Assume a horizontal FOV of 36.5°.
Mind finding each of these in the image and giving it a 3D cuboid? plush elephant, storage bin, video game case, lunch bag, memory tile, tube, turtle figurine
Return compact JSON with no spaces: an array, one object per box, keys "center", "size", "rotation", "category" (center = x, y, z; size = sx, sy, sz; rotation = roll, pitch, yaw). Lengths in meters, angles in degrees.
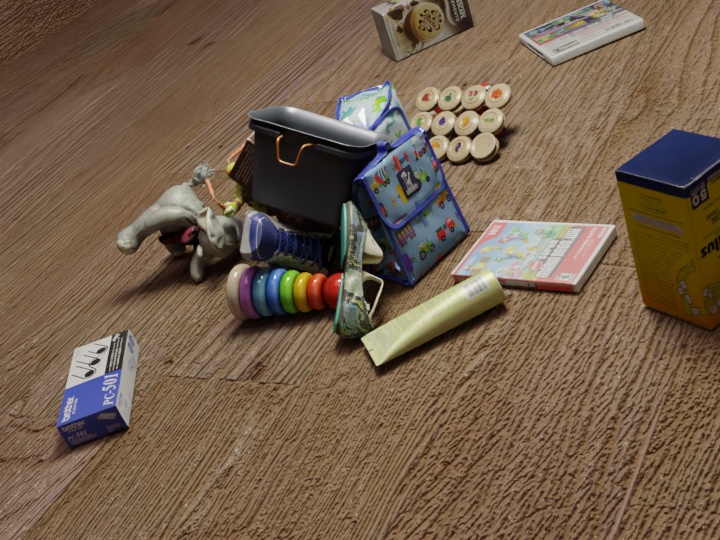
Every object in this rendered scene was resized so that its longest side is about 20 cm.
[{"center":[-0.273,-0.060,1.831],"size":[0.200,0.164,0.155],"rotation":[-49,67,13],"category":"plush elephant"},{"center":[-0.076,-0.151,1.626],"size":[0.199,0.135,0.145],"rotation":[18,22,22],"category":"storage bin"},{"center":[0.246,-0.024,1.550],"size":[0.199,0.018,0.143],"rotation":[4,38,38],"category":"video game case"},{"center":[0.034,-0.195,1.812],"size":[0.127,0.171,0.201],"rotation":[-17,29,15],"category":"lunch bag"},{"center":[0.061,-0.105,1.616],"size":[0.094,0.201,0.150],"rotation":[12,43,44],"category":"lunch bag"},{"center":[0.167,-0.259,1.918],"size":[0.199,0.017,0.154],"rotation":[4,69,38],"category":"memory tile"},{"center":[0.098,0.064,1.474],"size":[0.199,0.052,0.058],"rotation":[-27,-12,-5],"category":"tube"},{"center":[0.439,-0.477,2.179],"size":[0.199,0.023,0.182],"rotation":[-23,30,-2],"category":"video game case"},{"center":[-0.177,-0.131,1.844],"size":[0.064,0.162,0.200],"rotation":[-28,24,23],"category":"turtle figurine"}]

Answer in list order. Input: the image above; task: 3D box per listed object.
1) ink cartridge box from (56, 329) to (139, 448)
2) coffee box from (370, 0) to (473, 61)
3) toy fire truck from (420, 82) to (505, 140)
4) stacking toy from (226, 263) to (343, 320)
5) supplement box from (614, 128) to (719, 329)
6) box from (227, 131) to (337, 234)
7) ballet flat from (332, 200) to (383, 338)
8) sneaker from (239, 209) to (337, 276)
[{"center":[-0.382,0.169,1.600],"size":[0.093,0.044,0.200],"rotation":[-20,29,4],"category":"ink cartridge box"},{"center":[0.138,-0.561,2.417],"size":[0.199,0.114,0.080],"rotation":[-27,30,-10],"category":"coffee box"},{"center":[0.183,-0.289,1.999],"size":[0.140,0.049,0.201],"rotation":[-17,31,10],"category":"toy fire truck"},{"center":[-0.096,0.031,1.626],"size":[0.198,0.086,0.086],"rotation":[-1,34,20],"category":"stacking toy"},{"center":[0.398,-0.050,1.310],"size":[0.109,0.201,0.109],"rotation":[-34,32,-22],"category":"supplement box"},{"center":[-0.106,-0.139,1.768],"size":[0.075,0.200,0.100],"rotation":[-49,-2,-43],"category":"box"},{"center":[0.000,0.000,1.548],"size":[0.074,0.074,0.202],"rotation":[-4,72,27],"category":"ballet flat"},{"center":[-0.100,-0.040,1.667],"size":[0.114,0.199,0.081],"rotation":[3,80,18],"category":"sneaker"}]
